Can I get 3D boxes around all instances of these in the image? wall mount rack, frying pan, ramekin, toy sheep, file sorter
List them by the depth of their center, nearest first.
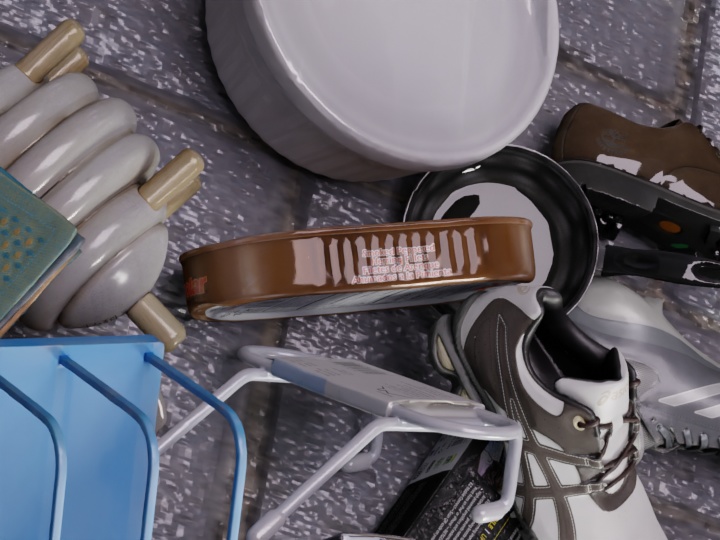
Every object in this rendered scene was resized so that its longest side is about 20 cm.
[{"bbox_3d":[-0.167,0.116,1.388,0.200,0.123,0.139,-1,107,-31],"label":"file sorter"},{"bbox_3d":[-0.157,-0.039,1.525,0.200,0.138,0.138,47,56,8],"label":"toy sheep"},{"bbox_3d":[-0.019,0.091,1.549,0.174,0.200,0.075,3,99,-40],"label":"wall mount rack"},{"bbox_3d":[0.005,-0.141,1.679,0.202,0.094,0.203,10,70,-28],"label":"ramekin"},{"bbox_3d":[0.115,-0.024,1.714,0.190,0.031,0.115,-12,78,-12],"label":"frying pan"}]

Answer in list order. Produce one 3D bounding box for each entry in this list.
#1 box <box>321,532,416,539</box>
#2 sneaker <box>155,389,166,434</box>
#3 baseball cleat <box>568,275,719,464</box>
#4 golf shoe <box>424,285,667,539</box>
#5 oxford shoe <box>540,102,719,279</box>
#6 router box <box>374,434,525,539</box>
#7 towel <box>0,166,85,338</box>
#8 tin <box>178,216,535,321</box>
[{"bbox_3d":[-0.028,0.243,1.500,0.050,0.158,0.200,10,69,-29],"label":"box"},{"bbox_3d":[-0.194,0.082,1.488,0.200,0.090,0.075,-12,82,-34],"label":"sneaker"},{"bbox_3d":[0.187,0.091,1.743,0.200,0.070,0.107,36,65,-6],"label":"baseball cleat"},{"bbox_3d":[0.119,0.096,1.612,0.200,0.094,0.078,53,49,-9],"label":"golf shoe"},{"bbox_3d":[0.204,-0.049,1.786,0.200,0.073,0.085,23,62,-24],"label":"oxford shoe"},{"bbox_3d":[0.071,0.186,1.640,0.149,0.051,0.200,46,55,-11],"label":"router box"},{"bbox_3d":[-0.251,0.013,1.446,0.147,0.022,0.200,40,83,11],"label":"towel"},{"bbox_3d":[0.000,0.000,1.614,0.200,0.112,0.042,-5,87,-23],"label":"tin"}]
